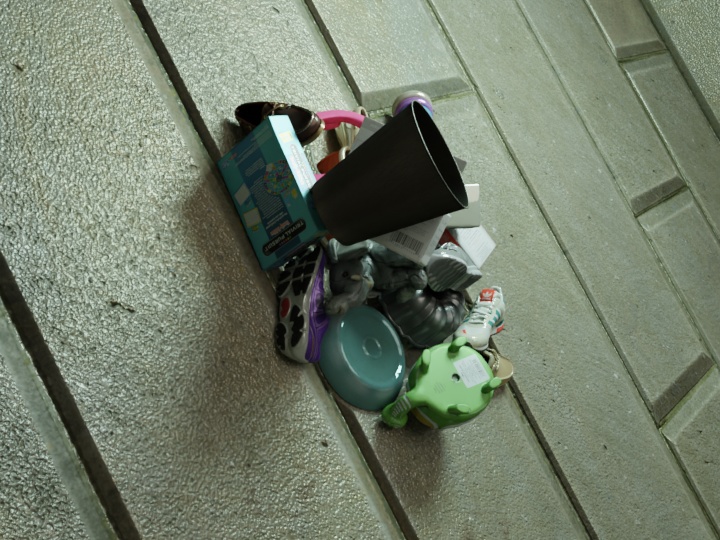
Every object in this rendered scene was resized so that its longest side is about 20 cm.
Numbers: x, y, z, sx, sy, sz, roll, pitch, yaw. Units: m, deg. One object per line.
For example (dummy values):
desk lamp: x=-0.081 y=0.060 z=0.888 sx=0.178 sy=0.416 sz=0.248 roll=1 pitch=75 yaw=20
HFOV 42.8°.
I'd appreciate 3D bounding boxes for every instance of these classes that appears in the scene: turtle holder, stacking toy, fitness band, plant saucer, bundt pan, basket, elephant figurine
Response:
turtle holder: x=0.137 y=0.214 z=1.552 sx=0.141 sy=0.132 sz=0.186 roll=34 pitch=54 yaw=4
stacking toy: x=0.116 y=-0.274 z=1.840 sx=0.085 sy=0.085 sz=0.201 roll=29 pitch=34 yaw=-30
fitness band: x=-0.053 y=-0.208 z=1.579 sx=0.199 sy=0.038 sz=0.144 roll=-19 pitch=63 yaw=-23
plant saucer: x=0.011 y=0.136 z=1.556 sx=0.199 sy=0.036 sz=0.201 roll=24 pitch=52 yaw=-34
bundt pan: x=0.120 y=0.038 z=1.681 sx=0.201 sy=0.076 sz=0.203 roll=32 pitch=42 yaw=-34
basket: x=0.039 y=-0.129 z=1.397 sx=0.181 sy=0.199 sz=0.136 roll=64 pitch=21 yaw=7
elephant figurine: x=0.000 y=0.000 z=1.536 sx=0.199 sy=0.155 sz=0.142 roll=-16 pitch=79 yaw=-20

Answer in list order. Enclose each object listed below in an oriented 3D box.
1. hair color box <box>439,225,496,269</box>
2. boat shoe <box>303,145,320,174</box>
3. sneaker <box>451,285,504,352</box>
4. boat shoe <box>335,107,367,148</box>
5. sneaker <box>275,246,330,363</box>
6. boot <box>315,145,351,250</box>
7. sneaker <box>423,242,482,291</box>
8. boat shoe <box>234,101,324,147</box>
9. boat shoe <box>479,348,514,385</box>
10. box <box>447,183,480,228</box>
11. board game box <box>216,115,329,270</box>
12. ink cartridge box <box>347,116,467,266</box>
hair color box: x=0.165 y=-0.091 z=1.757 sx=0.200 sy=0.061 sz=0.102 roll=53 pitch=42 yaw=-8
boat shoe: x=-0.104 y=-0.167 z=1.599 sx=0.074 sy=0.062 sz=0.201 roll=-20 pitch=64 yaw=-23
sneaker: x=0.225 y=0.085 z=1.733 sx=0.200 sy=0.070 sz=0.094 roll=-27 pitch=125 yaw=-61
boat shoe: x=0.008 y=-0.218 z=1.712 sx=0.072 sy=0.065 sz=0.201 roll=29 pitch=37 yaw=-51
sneaker: x=-0.087 y=0.057 z=1.493 sx=0.083 sy=0.080 sz=0.201 roll=35 pitch=53 yaw=-44
boot: x=-0.032 y=-0.120 z=1.618 sx=0.075 sy=0.107 sz=0.201 roll=7 pitch=63 yaw=-44
sneaker: x=0.147 y=-0.012 z=1.622 sx=0.082 sy=0.075 sz=0.200 roll=57 pitch=13 yaw=19
boat shoe: x=-0.141 y=-0.246 z=1.523 sx=0.070 sy=0.199 sz=0.071 roll=47 pitch=65 yaw=-35
boat shoe: x=0.231 y=0.180 z=1.726 sx=0.199 sy=0.065 sz=0.073 roll=10 pitch=60 yaw=-41
box: x=0.113 y=-0.115 z=1.650 sx=0.198 sy=0.068 sz=0.083 roll=0 pitch=88 yaw=-21
board game box: x=-0.137 y=-0.123 z=1.478 sx=0.047 sy=0.151 sz=0.201 roll=-15 pitch=78 yaw=-48
ink cartridge box: x=0.056 y=-0.128 z=1.481 sx=0.199 sy=0.177 sz=0.045 roll=28 pitch=3 yaw=22
